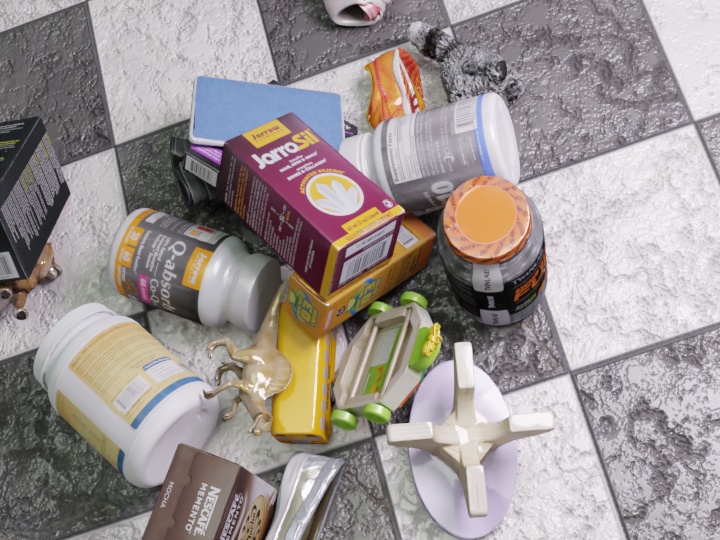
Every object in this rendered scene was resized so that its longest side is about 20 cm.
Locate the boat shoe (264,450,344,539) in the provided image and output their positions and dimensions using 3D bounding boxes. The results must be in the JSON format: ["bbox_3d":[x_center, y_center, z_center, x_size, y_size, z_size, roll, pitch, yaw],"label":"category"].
[{"bbox_3d":[-0.068,0.310,1.285,0.064,0.075,0.205,5,64,18],"label":"boat shoe"}]

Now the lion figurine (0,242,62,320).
[{"bbox_3d":[-0.482,0.042,1.472,0.198,0.073,0.123,-34,33,6],"label":"lion figurine"}]

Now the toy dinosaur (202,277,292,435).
[{"bbox_3d":[-0.126,0.109,1.314,0.099,0.059,0.203,-1,57,10],"label":"toy dinosaur"}]

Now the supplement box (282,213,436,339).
[{"bbox_3d":[0.000,0.000,1.337,0.199,0.067,0.069,-31,62,-35],"label":"supplement box"}]

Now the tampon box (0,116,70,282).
[{"bbox_3d":[-0.485,-0.088,1.448,0.147,0.128,0.201,-7,34,9],"label":"tampon box"}]

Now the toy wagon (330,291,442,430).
[{"bbox_3d":[0.037,0.102,1.286,0.039,0.199,0.157,32,63,-24],"label":"toy wagon"}]

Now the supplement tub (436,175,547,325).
[{"bbox_3d":[0.152,-0.022,1.290,0.120,0.200,0.125,-4,69,11],"label":"supplement tub"}]

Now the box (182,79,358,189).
[{"bbox_3d":[-0.110,-0.155,1.427,0.142,0.036,0.200,30,46,12],"label":"box"}]

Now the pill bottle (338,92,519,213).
[{"bbox_3d":[0.080,-0.131,1.328,0.197,0.114,0.116,-12,67,21],"label":"pill bottle"}]

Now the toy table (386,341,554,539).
[{"bbox_3d":[0.119,0.189,1.252,0.181,0.117,0.203,-15,72,-5],"label":"toy table"}]

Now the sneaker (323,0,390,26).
[{"bbox_3d":[0.038,-0.393,1.519,0.197,0.075,0.106,-19,62,13],"label":"sneaker"}]

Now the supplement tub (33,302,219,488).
[{"bbox_3d":[-0.283,0.147,1.351,0.199,0.145,0.145,37,81,21],"label":"supplement tub"}]

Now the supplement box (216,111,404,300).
[{"bbox_3d":[-0.060,-0.078,1.285,0.110,0.086,0.200,-30,61,-35],"label":"supplement box"}]

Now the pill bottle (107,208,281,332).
[{"bbox_3d":[-0.206,0.002,1.405,0.197,0.117,0.118,17,74,18],"label":"pill bottle"}]

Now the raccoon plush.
[{"bbox_3d":[0.117,-0.217,1.444,0.199,0.097,0.135,32,88,36],"label":"raccoon plush"}]

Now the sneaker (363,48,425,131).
[{"bbox_3d":[0.048,-0.186,1.456,0.076,0.073,0.204,-21,65,33],"label":"sneaker"}]

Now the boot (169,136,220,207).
[{"bbox_3d":[-0.163,-0.098,1.433,0.130,0.070,0.201,-15,53,-25],"label":"boot"}]

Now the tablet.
[{"bbox_3d":[-0.117,-0.194,1.428,0.196,0.014,0.132,6,46,-10],"label":"tablet"}]

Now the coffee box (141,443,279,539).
[{"bbox_3d":[-0.156,0.276,1.246,0.079,0.200,0.115,16,74,17],"label":"coffee box"}]

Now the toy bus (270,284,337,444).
[{"bbox_3d":[-0.066,0.105,1.356,0.064,0.078,0.204,-1,70,11],"label":"toy bus"}]
